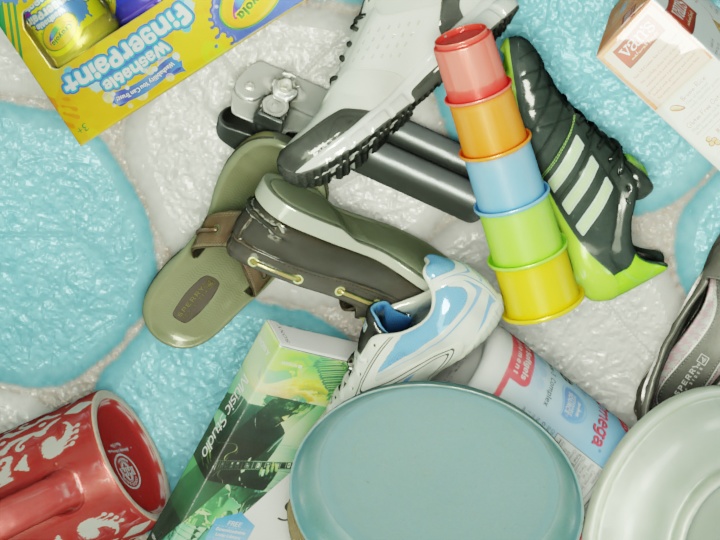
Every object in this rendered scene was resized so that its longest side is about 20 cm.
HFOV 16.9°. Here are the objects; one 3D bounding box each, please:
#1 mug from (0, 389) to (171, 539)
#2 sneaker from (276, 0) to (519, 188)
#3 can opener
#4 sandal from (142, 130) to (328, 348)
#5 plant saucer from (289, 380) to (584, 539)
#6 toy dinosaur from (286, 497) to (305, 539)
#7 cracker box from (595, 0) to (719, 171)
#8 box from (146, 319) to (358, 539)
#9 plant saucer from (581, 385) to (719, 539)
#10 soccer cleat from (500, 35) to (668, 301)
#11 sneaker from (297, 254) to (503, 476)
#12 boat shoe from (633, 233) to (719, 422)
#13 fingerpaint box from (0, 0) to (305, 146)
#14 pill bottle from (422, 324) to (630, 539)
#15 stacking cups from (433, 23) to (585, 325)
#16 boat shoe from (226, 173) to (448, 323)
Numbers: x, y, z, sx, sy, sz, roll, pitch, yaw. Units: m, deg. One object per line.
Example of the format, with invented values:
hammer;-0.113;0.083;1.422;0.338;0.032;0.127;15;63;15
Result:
mug;-0.249;0.189;1.756;0.199;0.178;0.134;-27;116;13
sneaker;0.012;-0.136;1.622;0.200;0.074;0.080;-43;87;-14
can opener;0.000;-0.087;1.683;0.199;0.053;0.067;21;146;4
sandal;-0.088;-0.011;1.700;0.080;0.057;0.201;31;120;-8
plant saucer;0.052;0.149;1.628;0.199;0.027;0.201;5;125;7
toy dinosaur;-0.034;0.215;1.746;0.101;0.058;0.200;-47;136;-6
cracker box;0.247;-0.108;1.577;0.200;0.134;0.058;41;111;-5
box;-0.048;0.137;1.729;0.144;0.036;0.201;13;115;-34
plant saucer;0.243;0.181;1.659;0.199;0.050;0.201;-8;106;-31
soccer cleat;0.150;-0.075;1.650;0.081;0.068;0.201;-20;110;5
sneaker;0.015;0.066;1.644;0.072;0.072;0.200;39;117;-7
boat shoe;0.252;0.036;1.666;0.067;0.057;0.201;29;111;0
fingerpaint box;-0.152;-0.210;1.648;0.200;0.073;0.167;-30;101;19
pill bottle;0.132;0.134;1.687;0.200;0.109;0.109;38;112;-17
stacking cups;0.096;-0.067;1.603;0.060;0.061;0.201;-12;109;14
boat shoe;0.000;0.000;1.669;0.201;0.072;0.061;26;110;-27
